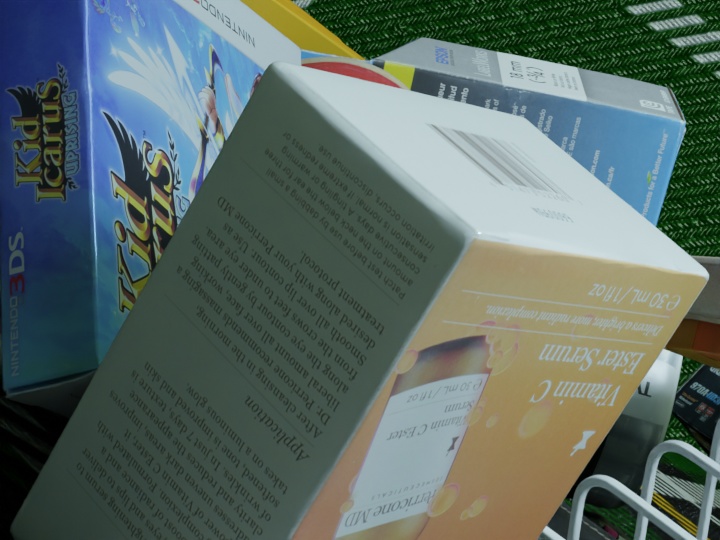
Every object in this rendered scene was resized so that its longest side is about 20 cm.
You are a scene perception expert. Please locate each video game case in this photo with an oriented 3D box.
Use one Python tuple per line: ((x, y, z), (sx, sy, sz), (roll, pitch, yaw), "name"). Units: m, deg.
((-0.076, -0.028, 0.851), (0.181, 0.045, 0.201), (31, 50, -58), "video game case")

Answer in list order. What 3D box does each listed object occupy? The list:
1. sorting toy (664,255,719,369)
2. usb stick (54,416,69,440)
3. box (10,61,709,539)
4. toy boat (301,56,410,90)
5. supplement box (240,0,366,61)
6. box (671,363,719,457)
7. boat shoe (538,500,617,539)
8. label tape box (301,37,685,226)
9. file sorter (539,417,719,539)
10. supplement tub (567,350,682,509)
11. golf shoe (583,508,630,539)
((0.234, 0.045, 1.026), (0.200, 0.037, 0.185), (25, -10, -30), "sorting toy")
((-0.046, 0.123, 0.855), (0.200, 0.033, 0.055), (41, 13, 23), "usb stick")
((0.000, 0.046, 0.752), (0.106, 0.200, 0.152), (42, 22, 32), "box")
((0.000, 0.000, 0.993), (0.200, 0.130, 0.131), (50, 15, -13), "toy boat")
((-0.120, -0.074, 1.089), (0.133, 0.200, 0.197), (40, 7, 25), "supplement box")
((0.264, 0.136, 1.132), (0.159, 0.046, 0.200), (46, -4, -24), "box")
((0.045, 0.112, 1.067), (0.199, 0.057, 0.067), (19, 28, 10), "boat shoe")
((0.049, -0.039, 1.086), (0.199, 0.145, 0.063), (11, 23, -5), "label tape box")
((0.167, 0.147, 0.939), (0.199, 0.125, 0.139), (-20, 38, -34), "file sorter")
((0.071, 0.050, 1.199), (0.199, 0.123, 0.123), (17, 7, -3), "supplement tub")
((0.094, 0.170, 1.170), (0.200, 0.073, 0.092), (22, 19, -36), "golf shoe")
